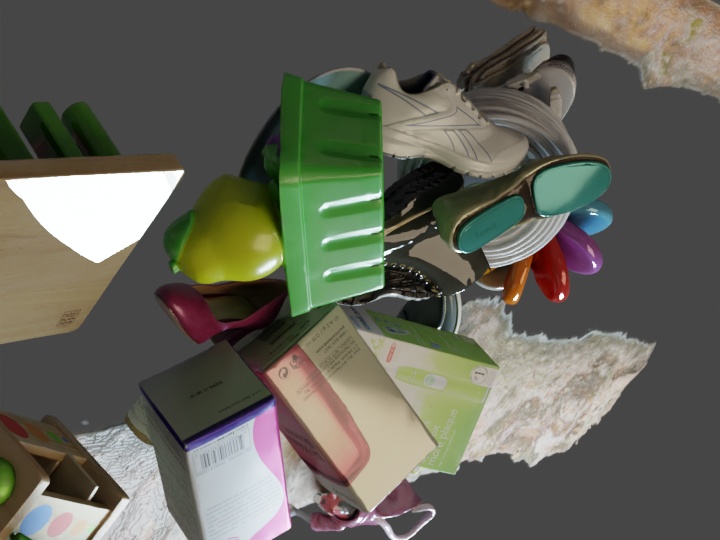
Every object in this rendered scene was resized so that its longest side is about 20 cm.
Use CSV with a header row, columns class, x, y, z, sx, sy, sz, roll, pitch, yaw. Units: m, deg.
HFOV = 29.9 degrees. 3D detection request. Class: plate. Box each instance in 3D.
class,x,y,z,sx,sy,sz,roll,pitch,yaw
plate,-0.052,-0.114,1.321,0.199,0.026,0.201,-35,147,-27

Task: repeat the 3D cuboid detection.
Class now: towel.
class,x,y,z,sx,sy,sz,roll,pitch,yaw
towel,0.155,-0.177,1.542,0.132,0.034,0.201,-34,148,-27

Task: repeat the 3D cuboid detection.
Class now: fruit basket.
class,x,y,z,sx,sy,sz,roll,pitch,yaw
fruit basket,-0.076,-0.058,1.223,0.212,0.157,0.217,0,140,0

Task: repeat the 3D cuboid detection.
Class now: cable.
class,x,y,z,sx,sy,sz,roll,pitch,yaw
cable,0.137,-0.096,1.451,0.198,0.070,0.202,-14,119,13

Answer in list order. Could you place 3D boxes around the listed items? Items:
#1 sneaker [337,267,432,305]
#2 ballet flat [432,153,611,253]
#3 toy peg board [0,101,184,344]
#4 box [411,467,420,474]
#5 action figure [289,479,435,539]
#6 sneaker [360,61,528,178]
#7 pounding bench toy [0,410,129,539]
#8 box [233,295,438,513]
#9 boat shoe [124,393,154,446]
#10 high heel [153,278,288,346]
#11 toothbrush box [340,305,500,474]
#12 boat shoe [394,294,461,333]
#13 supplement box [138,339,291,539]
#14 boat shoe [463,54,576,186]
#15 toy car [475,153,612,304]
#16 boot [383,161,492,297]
class,x,y,z,sx,sy,sz,roll,pitch,yaw
sneaker,0.000,0.000,1.479,0.198,0.079,0.075,5,91,-39
ballet flat,0.160,-0.080,1.372,0.198,0.070,0.070,-21,142,-20
toy peg board,-0.274,-0.040,1.039,0.199,0.098,0.200,-8,146,-51
box,0.029,0.150,1.643,0.199,0.048,0.118,38,94,-31
action figure,-0.008,0.314,1.763,0.134,0.149,0.200,-48,166,8
sneaker,0.085,-0.146,1.325,0.198,0.075,0.088,10,109,-28
pounding bench toy,-0.292,0.221,1.173,0.125,0.200,0.156,-51,152,1
box,-0.033,0.134,1.414,0.109,0.128,0.201,-41,111,-16
boat shoe,-0.154,0.140,1.416,0.199,0.071,0.070,0,125,-54
high heel,-0.133,0.023,1.315,0.096,0.068,0.200,-42,167,2
toothbrush box,0.040,0.138,1.568,0.198,0.086,0.147,17,105,-23
boat shoe,0.066,0.087,1.675,0.062,0.073,0.201,-25,147,-45
supplement box,-0.140,0.186,1.335,0.100,0.103,0.202,-25,136,-23
boat shoe,0.176,-0.153,1.500,0.201,0.071,0.068,-61,-179,31
toy car,0.226,-0.041,1.650,0.200,0.150,0.175,-43,166,-15
boot,0.038,-0.007,1.406,0.198,0.078,0.139,-27,119,-1
